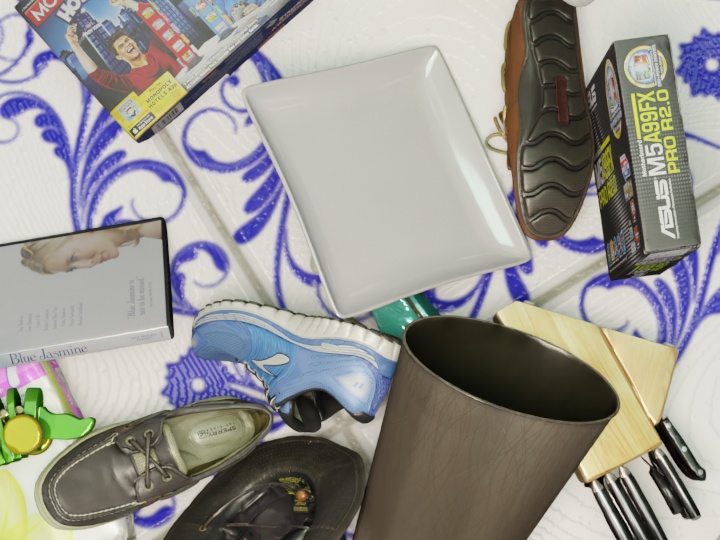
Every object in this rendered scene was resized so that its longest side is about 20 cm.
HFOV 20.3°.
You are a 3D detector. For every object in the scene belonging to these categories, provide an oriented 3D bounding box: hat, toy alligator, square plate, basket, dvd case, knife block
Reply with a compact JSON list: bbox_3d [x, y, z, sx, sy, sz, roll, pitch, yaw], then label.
[{"bbox_3d":[-0.068,0.223,1.564,0.200,0.201,0.081,-31,120,-2],"label":"hat"},{"bbox_3d":[-0.303,0.131,1.542,0.199,0.059,0.054,-20,84,0],"label":"toy alligator"},{"bbox_3d":[0.019,-0.071,1.597,0.200,0.028,0.199,-16,78,-34],"label":"square plate"},{"bbox_3d":[0.077,0.156,1.535,0.180,0.136,0.200,13,115,-23],"label":"basket"},{"bbox_3d":[-0.249,0.020,1.595,0.199,0.018,0.143,-10,39,-1],"label":"dvd case"},{"bbox_3d":[0.182,0.133,1.600,0.199,0.064,0.176,17,84,2],"label":"knife block"}]

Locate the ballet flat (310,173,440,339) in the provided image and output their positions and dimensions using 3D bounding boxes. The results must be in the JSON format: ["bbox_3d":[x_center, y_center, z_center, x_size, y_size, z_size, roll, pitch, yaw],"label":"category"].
[{"bbox_3d":[0.000,0.000,1.619,0.070,0.067,0.200,-33,82,12],"label":"ballet flat"}]

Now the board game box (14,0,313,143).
[{"bbox_3d":[-0.173,-0.239,1.646,0.200,0.062,0.200,-42,84,-3],"label":"board game box"}]

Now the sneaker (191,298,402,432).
[{"bbox_3d":[-0.060,0.076,1.566,0.200,0.078,0.089,9,81,41],"label":"sneaker"}]

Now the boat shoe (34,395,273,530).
[{"bbox_3d":[-0.157,0.142,1.562,0.200,0.066,0.072,-20,85,-33],"label":"boat shoe"}]

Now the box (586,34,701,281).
[{"bbox_3d":[0.214,-0.082,1.554,0.044,0.200,0.161,-8,84,-1],"label":"box"}]

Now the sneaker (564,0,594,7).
[{"bbox_3d":[0.098,-0.264,1.595,0.200,0.075,0.089,43,100,7],"label":"sneaker"}]

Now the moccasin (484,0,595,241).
[{"bbox_3d":[0.143,-0.122,1.628,0.073,0.078,0.202,-5,80,-15],"label":"moccasin"}]

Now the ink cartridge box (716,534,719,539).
[{"bbox_3d":[0.351,0.286,1.541,0.200,0.146,0.086,35,87,5],"label":"ink cartridge box"}]

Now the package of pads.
[{"bbox_3d":[-0.283,0.159,1.603,0.154,0.068,0.200,-27,85,-1],"label":"package of pads"}]
